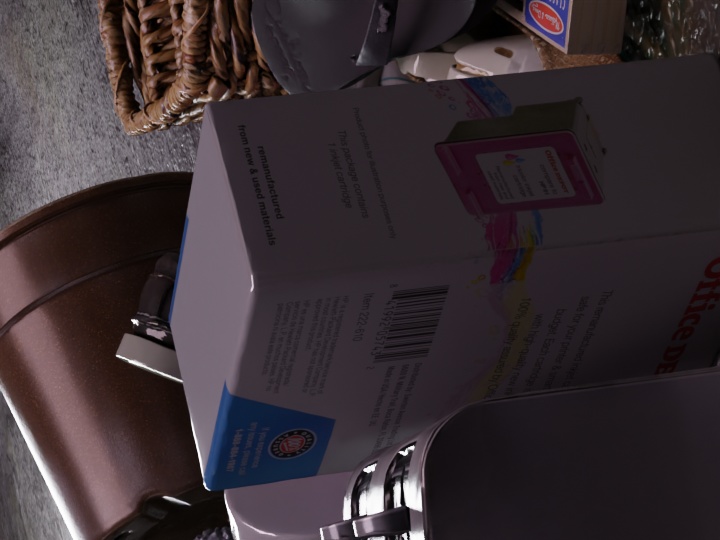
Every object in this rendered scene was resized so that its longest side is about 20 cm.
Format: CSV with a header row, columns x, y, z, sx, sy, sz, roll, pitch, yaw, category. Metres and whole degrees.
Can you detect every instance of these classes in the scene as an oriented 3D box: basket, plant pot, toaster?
x,y,z,sx,sy,sz,roll,pitch,yaw,category
-0.089,-0.179,1.236,0.143,0.149,0.200,6,-105,-80,basket
-0.137,0.073,1.530,0.198,0.200,0.200,66,159,19,plant pot
0.094,0.100,0.810,0.181,0.200,0.119,134,128,-79,toaster

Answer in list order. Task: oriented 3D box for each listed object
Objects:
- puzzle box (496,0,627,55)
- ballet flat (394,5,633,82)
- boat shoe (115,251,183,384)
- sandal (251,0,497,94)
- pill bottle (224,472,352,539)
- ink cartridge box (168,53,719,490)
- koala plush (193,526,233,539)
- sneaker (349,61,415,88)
x,y,z,sx,sy,sz,roll,pitch,yaw,category
0.063,-0.178,0.991,0.200,0.025,0.133,-133,43,-62,puzzle box
0.057,-0.081,1.015,0.200,0.065,0.071,-139,49,-63,ballet flat
-0.031,0.046,1.221,0.072,0.201,0.061,13,83,48,boat shoe
0.001,-0.113,0.987,0.076,0.043,0.200,61,151,5,sandal
-0.005,0.177,1.207,0.120,0.120,0.200,-123,18,-53,pill bottle
0.039,0.002,0.897,0.145,0.200,0.085,106,154,-54,ink cartridge box
-0.055,0.264,1.366,0.177,0.184,0.200,50,-162,-47,koala plush
0.023,-0.053,1.112,0.200,0.080,0.070,-88,21,-61,sneaker
